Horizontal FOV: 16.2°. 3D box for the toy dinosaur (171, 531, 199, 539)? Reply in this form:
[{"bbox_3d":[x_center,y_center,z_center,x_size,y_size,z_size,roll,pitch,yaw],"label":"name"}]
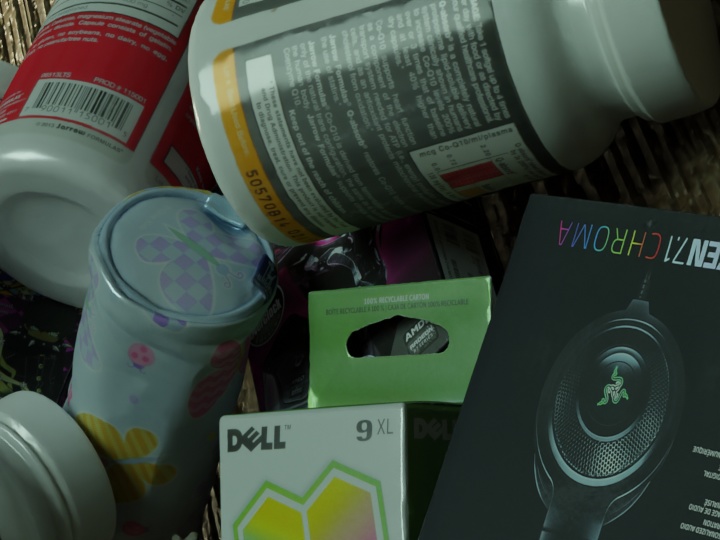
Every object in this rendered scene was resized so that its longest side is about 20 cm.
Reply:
[{"bbox_3d":[-0.066,0.182,1.099,0.077,0.103,0.200,-40,50,-10],"label":"toy dinosaur"}]

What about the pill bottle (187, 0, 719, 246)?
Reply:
[{"bbox_3d":[0.039,-0.086,1.032,0.199,0.116,0.117,-14,57,21],"label":"pill bottle"}]

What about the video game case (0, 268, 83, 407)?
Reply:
[{"bbox_3d":[-0.243,0.063,1.211,0.036,0.198,0.182,98,-174,-53],"label":"video game case"}]

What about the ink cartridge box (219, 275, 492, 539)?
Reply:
[{"bbox_3d":[-0.001,0.103,1.014,0.103,0.059,0.202,-6,81,42],"label":"ink cartridge box"}]

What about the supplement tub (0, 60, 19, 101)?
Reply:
[{"bbox_3d":[-0.222,-0.010,1.351,0.144,0.144,0.201,12,81,55],"label":"supplement tub"}]

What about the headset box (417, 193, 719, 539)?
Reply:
[{"bbox_3d":[0.112,0.087,0.898,0.174,0.092,0.201,12,81,55],"label":"headset box"}]

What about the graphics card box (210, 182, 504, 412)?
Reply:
[{"bbox_3d":[0.000,0.000,1.134,0.125,0.051,0.201,-44,42,29],"label":"graphics card box"}]

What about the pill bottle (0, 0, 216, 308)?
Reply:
[{"bbox_3d":[-0.112,-0.088,1.250,0.112,0.112,0.201,-24,34,44],"label":"pill bottle"}]

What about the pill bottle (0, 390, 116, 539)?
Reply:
[{"bbox_3d":[-0.204,0.130,1.071,0.111,0.199,0.112,28,134,34],"label":"pill bottle"}]

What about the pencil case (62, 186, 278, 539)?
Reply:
[{"bbox_3d":[-0.094,0.056,1.138,0.091,0.083,0.201,-71,-1,-49],"label":"pencil case"}]
